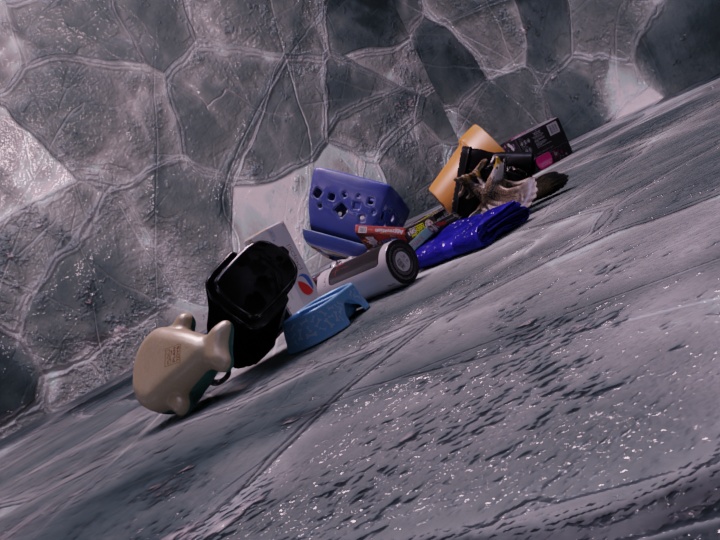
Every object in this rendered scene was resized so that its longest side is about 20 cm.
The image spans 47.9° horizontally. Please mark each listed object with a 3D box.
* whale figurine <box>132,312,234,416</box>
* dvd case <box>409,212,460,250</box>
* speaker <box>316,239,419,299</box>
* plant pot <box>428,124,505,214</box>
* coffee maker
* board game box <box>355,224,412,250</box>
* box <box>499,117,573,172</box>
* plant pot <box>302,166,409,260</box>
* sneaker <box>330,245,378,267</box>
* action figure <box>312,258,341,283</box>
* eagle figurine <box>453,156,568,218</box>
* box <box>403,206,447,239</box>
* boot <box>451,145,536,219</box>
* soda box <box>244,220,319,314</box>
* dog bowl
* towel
[{"bbox_3d":[-0.249,0.142,1.212,0.199,0.161,0.103,-24,-33,30],"label":"whale figurine"},{"bbox_3d":[0.117,-0.050,1.606,0.146,0.022,0.200,-44,-5,25],"label":"dvd case"},{"bbox_3d":[0.010,0.011,1.443,0.081,0.082,0.199,-30,5,-43],"label":"speaker"},{"bbox_3d":[0.268,-0.208,1.923,0.183,0.200,0.200,-42,2,6],"label":"plant pot"},{"bbox_3d":[-0.180,0.074,1.278,0.200,0.133,0.194,110,177,-66],"label":"coffee maker"},{"bbox_3d":[0.057,-0.059,1.704,0.102,0.020,0.200,5,-11,12],"label":"board game box"},{"bbox_3d":[0.559,-0.390,2.618,0.199,0.133,0.114,-28,6,-25],"label":"box"},{"bbox_3d":[-0.017,-0.111,1.904,0.198,0.182,0.200,16,-6,20],"label":"plant pot"},{"bbox_3d":[0.000,0.000,1.734,0.114,0.076,0.200,-25,8,4],"label":"sneaker"},{"bbox_3d":[-0.078,0.028,1.961,0.130,0.070,0.200,-35,2,-12],"label":"action figure"},{"bbox_3d":[0.287,-0.156,1.603,0.153,0.199,0.151,-61,-31,-9],"label":"eagle figurine"},{"bbox_3d":[0.223,-0.151,2.407,0.199,0.045,0.160,-30,5,-43],"label":"box"},{"bbox_3d":[0.286,-0.163,1.739,0.166,0.203,0.076,10,7,15],"label":"boot"},{"bbox_3d":[-0.146,0.011,1.585,0.068,0.202,0.064,-24,4,34],"label":"soda box"},{"bbox_3d":[-0.059,0.073,1.310,0.111,0.050,0.200,-26,4,24],"label":"dog bowl"},{"bbox_3d":[0.190,-0.066,1.454,0.147,0.050,0.199,-29,4,-36],"label":"towel"}]
